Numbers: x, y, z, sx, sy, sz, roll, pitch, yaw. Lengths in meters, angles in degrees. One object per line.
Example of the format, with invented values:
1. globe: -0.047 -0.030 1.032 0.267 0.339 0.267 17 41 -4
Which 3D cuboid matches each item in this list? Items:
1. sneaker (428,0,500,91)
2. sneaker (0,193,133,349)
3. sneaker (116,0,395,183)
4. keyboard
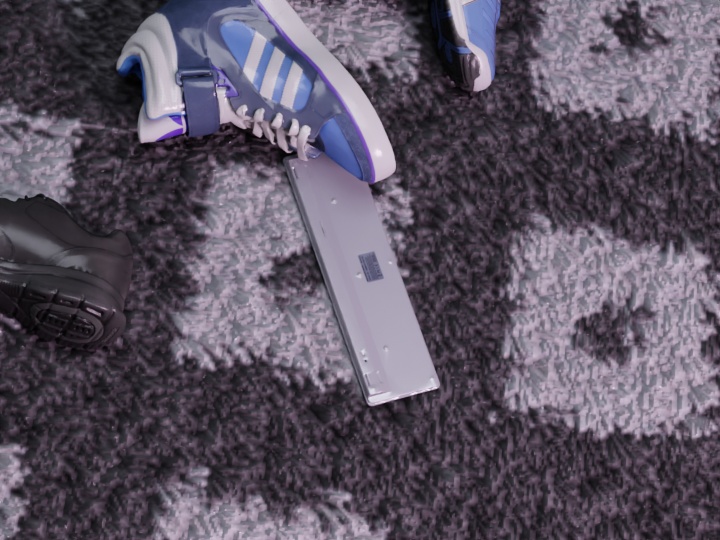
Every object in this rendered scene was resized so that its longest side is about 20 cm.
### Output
1. sneaker: 0.089 -0.230 1.785 0.076 0.076 0.202 -1 67 -7
2. sneaker: -0.250 -0.015 1.629 0.199 0.076 0.091 21 53 -9
3. sneaker: -0.086 -0.112 1.699 0.146 0.081 0.200 -35 79 -13
4. keyboard: 0.000 0.000 1.700 0.056 0.011 0.201 -11 69 -22
